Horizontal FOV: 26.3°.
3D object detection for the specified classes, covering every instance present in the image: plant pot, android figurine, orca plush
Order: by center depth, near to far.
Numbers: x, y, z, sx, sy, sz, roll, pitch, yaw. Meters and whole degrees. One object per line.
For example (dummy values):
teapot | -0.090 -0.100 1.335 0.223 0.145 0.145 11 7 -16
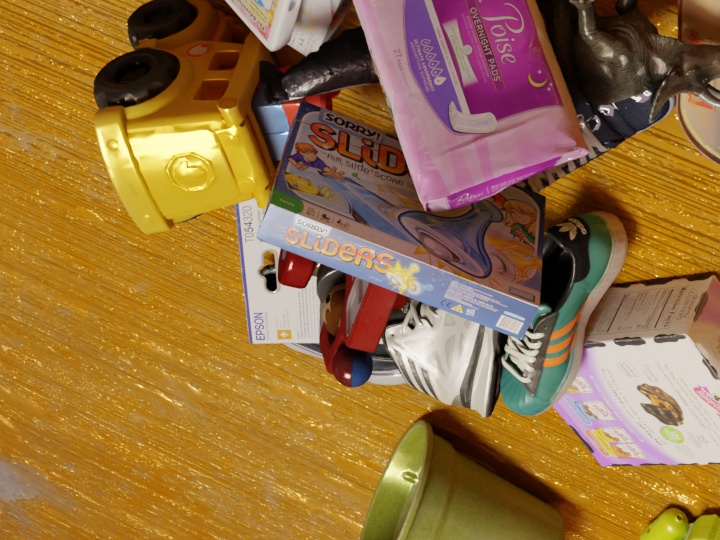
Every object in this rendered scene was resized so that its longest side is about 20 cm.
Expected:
orca plush | 0.019 -0.179 1.148 0.198 0.105 0.072 -10 99 10
android figurine | 0.378 0.306 1.581 0.181 0.041 0.200 29 149 4
plant pot | 0.113 0.287 1.667 0.183 0.202 0.201 22 149 -8

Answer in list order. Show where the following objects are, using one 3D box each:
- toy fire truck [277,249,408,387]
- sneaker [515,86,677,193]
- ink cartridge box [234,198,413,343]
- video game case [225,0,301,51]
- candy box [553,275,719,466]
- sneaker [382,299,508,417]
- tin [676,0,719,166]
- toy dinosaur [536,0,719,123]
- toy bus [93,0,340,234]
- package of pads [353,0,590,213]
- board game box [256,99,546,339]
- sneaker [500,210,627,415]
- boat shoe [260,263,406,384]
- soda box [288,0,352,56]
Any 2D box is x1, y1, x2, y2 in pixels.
toy fire truck | 0.000 0.000 1.243 0.111 0.169 0.201 13 132 -11
sneaker | 0.145 -0.092 1.168 0.199 0.109 0.070 -11 129 48
ink cartridge box | -0.007 -0.012 1.379 0.198 0.044 0.197 1 136 2
video game case | -0.102 -0.286 1.121 0.200 0.024 0.182 49 150 15
candy box | 0.260 0.093 1.361 0.199 0.072 0.168 -8 131 47
sneaker | 0.073 0.031 1.340 0.114 0.076 0.202 13 121 13
tin | 0.274 -0.145 1.055 0.111 0.042 0.201 13 144 20
toy dinosaur | 0.162 -0.152 1.064 0.199 0.077 0.103 11 124 49
toy bus | -0.101 -0.142 1.260 0.190 0.201 0.136 -7 130 19
package of pads | 0.069 -0.150 1.056 0.076 0.120 0.202 44 -153 -82
board game box | 0.034 -0.038 1.099 0.199 0.136 0.035 20 128 -7
sneaker | 0.150 0.038 1.295 0.071 0.079 0.201 43 126 39
boat shoe | -0.017 0.051 1.537 0.199 0.071 0.091 12 148 32
soda box | -0.024 -0.246 1.144 0.068 0.064 0.200 31 149 0
